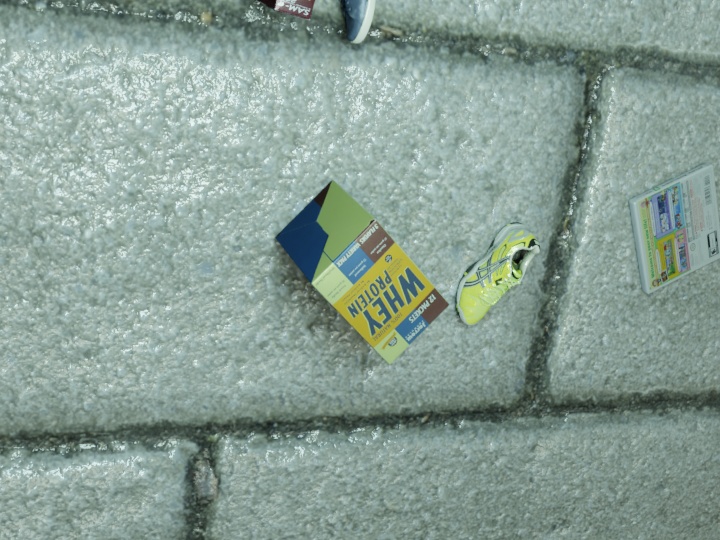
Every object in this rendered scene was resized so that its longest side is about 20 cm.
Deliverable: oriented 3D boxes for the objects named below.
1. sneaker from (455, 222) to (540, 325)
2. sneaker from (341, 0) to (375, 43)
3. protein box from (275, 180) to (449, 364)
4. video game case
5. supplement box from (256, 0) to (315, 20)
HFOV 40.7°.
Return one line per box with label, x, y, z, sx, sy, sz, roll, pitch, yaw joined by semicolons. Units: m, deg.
sneaker;0.237;0.011;1.695;0.075;0.076;0.202;26;100;-30
sneaker;-0.026;-0.435;1.410;0.083;0.075;0.204;-4;102;-22
protein box;0.000;0.000;1.521;0.135;0.199;0.200;-43;121;0
video game case;0.600;-0.079;1.841;0.180;0.022;0.203;-24;119;-12
supplement box;-0.084;-0.462;1.352;0.060;0.109;0.203;10;108;-25
